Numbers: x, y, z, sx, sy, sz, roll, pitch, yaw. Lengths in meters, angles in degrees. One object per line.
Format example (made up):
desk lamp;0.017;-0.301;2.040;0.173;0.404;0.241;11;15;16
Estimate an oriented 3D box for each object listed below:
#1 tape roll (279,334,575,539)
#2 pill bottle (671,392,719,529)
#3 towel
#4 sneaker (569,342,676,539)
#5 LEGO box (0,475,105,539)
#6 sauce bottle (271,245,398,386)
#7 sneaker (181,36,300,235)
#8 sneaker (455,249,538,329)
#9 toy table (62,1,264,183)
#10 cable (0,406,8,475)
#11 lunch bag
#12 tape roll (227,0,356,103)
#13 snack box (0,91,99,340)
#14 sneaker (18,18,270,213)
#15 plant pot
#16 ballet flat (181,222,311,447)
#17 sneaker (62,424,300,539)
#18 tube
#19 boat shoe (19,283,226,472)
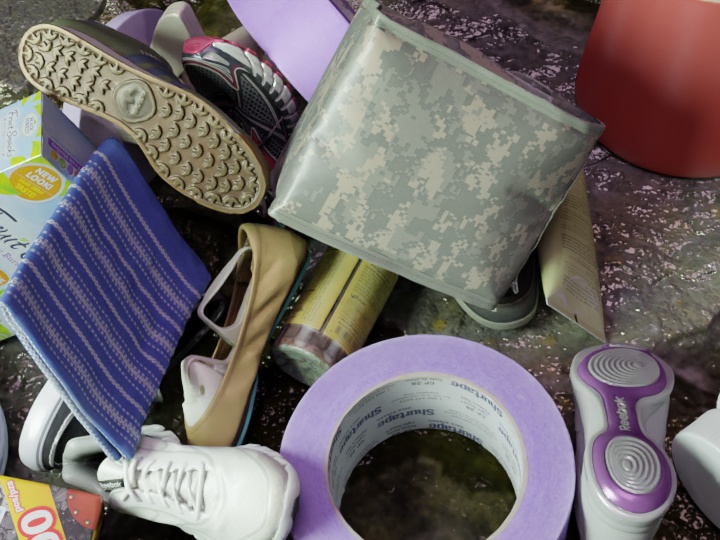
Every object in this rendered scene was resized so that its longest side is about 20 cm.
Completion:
tape roll;0.046;0.151;0.767;0.199;0.085;0.201;-3;56;4
pill bottle;0.318;0.096;0.761;0.200;0.110;0.110;-32;58;-15
towel;-0.166;0.013;0.762;0.024;0.145;0.200;-16;32;21
sneaker;0.175;0.126;0.779;0.075;0.100;0.200;11;34;8
LEGO box;-0.259;0.233;0.705;0.148;0.077;0.201;13;66;-8
sauce bottle;0.000;0.000;0.887;0.064;0.065;0.200;20;59;18
sneaker;-0.087;-0.097;0.879;0.080;0.200;0.075;15;54;40
sneaker;0.096;-0.056;0.889;0.074;0.106;0.201;-10;55;-1
toy table;-0.159;-0.147;0.946;0.117;0.184;0.201;1;60;25
cable;-0.366;0.137;0.827;0.199;0.069;0.201;4;56;8
lunch bag;0.056;-0.080;0.807;0.199;0.164;0.118;26;16;-13
tape roll;-0.021;-0.181;0.926;0.066;0.200;0.200;-42;58;10
snack box;-0.273;-0.028;0.839;0.199;0.169;0.068;-22;54;13
sneaker;-0.145;-0.123;0.816;0.200;0.067;0.090;34;22;-5
plant pot;0.288;-0.208;0.931;0.199;0.178;0.201;-3;55;4
ballet flat;-0.100;0.058;0.828;0.063;0.069;0.201;25;77;-22
sneaker;-0.124;0.145;0.745;0.199;0.081;0.075;1;78;41
tube;0.162;-0.040;0.902;0.058;0.052;0.201;1;54;-4
boat shoe;-0.175;0.080;0.853;0.066;0.070;0.200;24;54;22
